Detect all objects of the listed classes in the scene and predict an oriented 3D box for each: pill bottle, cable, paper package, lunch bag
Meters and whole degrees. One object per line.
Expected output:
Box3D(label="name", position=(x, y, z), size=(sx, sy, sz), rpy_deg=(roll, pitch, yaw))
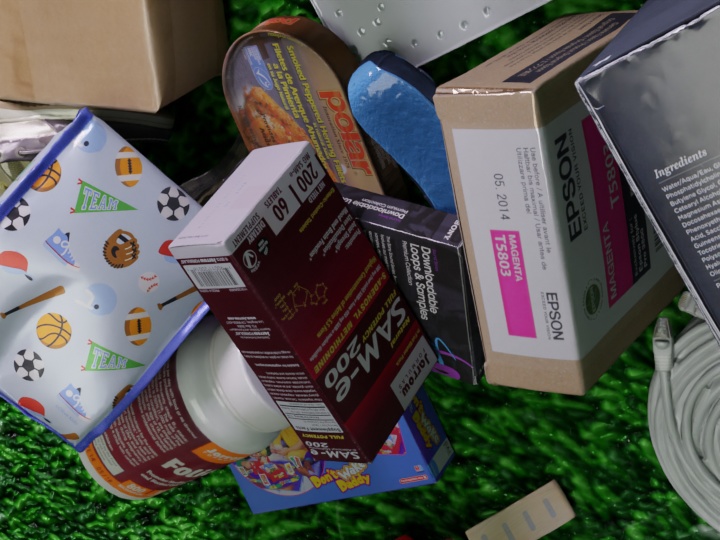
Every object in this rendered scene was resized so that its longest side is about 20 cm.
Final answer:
Box3D(label="pill bottle", position=(-0.129, 0.104, 1.018), size=(0.199, 0.114, 0.115), rpy_deg=(-27, 101, 36))
Box3D(label="cable", position=(0.297, 0.105, 0.869), size=(0.198, 0.069, 0.202), rpy_deg=(12, 121, 22))
Box3D(label="paper package", position=(-0.205, -0.233, 0.945), size=(0.189, 0.103, 0.202), rpy_deg=(9, 120, 26))
Box3D(label="lunch bag", position=(-0.207, 0.008, 0.934), size=(0.170, 0.124, 0.201), rpy_deg=(40, 84, -13))

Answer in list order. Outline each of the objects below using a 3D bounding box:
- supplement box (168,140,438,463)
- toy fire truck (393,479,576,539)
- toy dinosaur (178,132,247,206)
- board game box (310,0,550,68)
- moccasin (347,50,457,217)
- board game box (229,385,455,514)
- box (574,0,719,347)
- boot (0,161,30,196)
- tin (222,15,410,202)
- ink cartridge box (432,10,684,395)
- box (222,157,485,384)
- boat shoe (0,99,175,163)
Box3D(label="supplement box", position=(-0.033, 0.025, 0.874), size=(0.060, 0.109, 0.201), rpy_deg=(-3, 129, 43))
Box3D(label="toy fire truck", position=(0.105, 0.277, 1.047), size=(0.176, 0.129, 0.200), rpy_deg=(46, 137, -1))
Box3D(label="toy dinosaur", position=(-0.149, -0.035, 1.026), size=(0.199, 0.048, 0.088), rpy_deg=(-31, 118, 8))
Box3D(label="board game box", position=(0.034, -0.248, 0.853), size=(0.199, 0.026, 0.201), rpy_deg=(-21, 103, 35))
Box3D(label="moccasin", position=(0.075, -0.080, 0.890), size=(0.080, 0.068, 0.200), rpy_deg=(-29, 113, 25))
Box3D(label="board game box", position=(-0.035, 0.127, 1.076), size=(0.198, 0.045, 0.136), rpy_deg=(-16, 107, 34))
Box3D(label="box", position=(0.240, -0.077, 0.720), size=(0.123, 0.200, 0.198), rpy_deg=(-27, 101, 34))
Box3D(label="boot", position=(-0.301, -0.058, 1.109), size=(0.155, 0.073, 0.201), rpy_deg=(-29, 102, 38))
Box3D(label="tin", position=(-0.030, -0.093, 0.944), size=(0.111, 0.042, 0.201), rpy_deg=(2, 125, 41))
Box3D(label="ink cartridge box", position=(0.135, -0.047, 0.812), size=(0.075, 0.164, 0.202), rpy_deg=(5, 119, 37))
Box3D(label="box", position=(0.000, 0.000, 0.942), size=(0.198, 0.036, 0.144), rpy_deg=(19, 141, 27))
Box3D(label="boat shoe", position=(-0.248, -0.104, 1.012), size=(0.198, 0.072, 0.066), rpy_deg=(-1, 99, -10))
